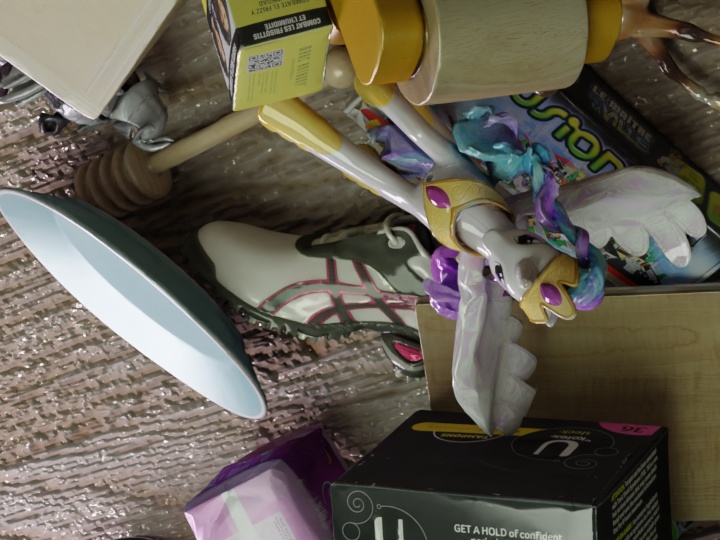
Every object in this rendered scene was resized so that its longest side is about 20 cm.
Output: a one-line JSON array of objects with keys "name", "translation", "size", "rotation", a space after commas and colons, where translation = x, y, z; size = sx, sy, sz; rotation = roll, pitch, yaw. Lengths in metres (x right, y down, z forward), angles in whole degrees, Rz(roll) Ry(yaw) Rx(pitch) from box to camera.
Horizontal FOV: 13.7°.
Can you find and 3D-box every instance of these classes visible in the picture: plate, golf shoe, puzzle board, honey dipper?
[{"name": "plate", "translation": [-0.125, 0.012, 1.714], "size": [0.200, 0.026, 0.200], "rotation": [38, 167, 10]}, {"name": "golf shoe", "translation": [0.000, 0.000, 1.679], "size": [0.199, 0.077, 0.089], "rotation": [20, 113, 5]}, {"name": "puzzle board", "translation": [0.136, 0.073, 1.630], "size": [0.199, 0.017, 0.151], "rotation": [-2, 123, 11]}, {"name": "honey dipper", "translation": [-0.077, -0.076, 1.667], "size": [0.199, 0.038, 0.038], "rotation": [-23, 113, 34]}]

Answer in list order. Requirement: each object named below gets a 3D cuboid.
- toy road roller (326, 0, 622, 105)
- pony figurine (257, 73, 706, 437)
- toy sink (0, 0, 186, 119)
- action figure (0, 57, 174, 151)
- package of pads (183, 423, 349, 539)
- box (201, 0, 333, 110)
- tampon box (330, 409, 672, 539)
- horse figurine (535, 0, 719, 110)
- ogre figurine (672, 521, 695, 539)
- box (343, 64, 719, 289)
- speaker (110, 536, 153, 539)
[{"name": "toy road roller", "translation": [0.031, -0.146, 1.466], "size": [0.122, 0.201, 0.146], "rotation": [-7, 147, -20]}, {"name": "pony figurine", "translation": [0.063, -0.020, 1.515], "size": [0.200, 0.193, 0.167], "rotation": [41, 95, 27]}, {"name": "toy sink", "translation": [-0.169, -0.202, 1.551], "size": [0.200, 0.131, 0.112], "rotation": [36, 132, -3]}, {"name": "action figure", "translation": [-0.185, -0.115, 1.650], "size": [0.199, 0.070, 0.130], "rotation": [29, 173, 16]}, {"name": "package of pads", "translation": [-0.016, 0.195, 1.757], "size": [0.075, 0.120, 0.201], "rotation": [-28, 94, 17]}, {"name": "box", "translation": [-0.064, -0.186, 1.473], "size": [0.050, 0.201, 0.075], "rotation": [-13, 161, -10]}, {"name": "tampon box", "translation": [0.080, 0.189, 1.587], "size": [0.149, 0.126, 0.201], "rotation": [3, 107, 23]}, {"name": "horse figurine", "translation": [0.151, -0.155, 1.489], "size": [0.132, 0.050, 0.201], "rotation": [25, 130, 0]}, {"name": "ogre figurine", "translation": [0.107, 0.182, 1.724], "size": [0.199, 0.120, 0.098], "rotation": [-10, 121, 31]}, {"name": "box", "translation": [0.100, -0.057, 1.600], "size": [0.200, 0.035, 0.110], "rotation": [41, 131, -9]}, {"name": "speaker", "translation": [-0.133, 0.271, 1.931], "size": [0.081, 0.081, 0.201], "rotation": [-1, 125, 25]}]
